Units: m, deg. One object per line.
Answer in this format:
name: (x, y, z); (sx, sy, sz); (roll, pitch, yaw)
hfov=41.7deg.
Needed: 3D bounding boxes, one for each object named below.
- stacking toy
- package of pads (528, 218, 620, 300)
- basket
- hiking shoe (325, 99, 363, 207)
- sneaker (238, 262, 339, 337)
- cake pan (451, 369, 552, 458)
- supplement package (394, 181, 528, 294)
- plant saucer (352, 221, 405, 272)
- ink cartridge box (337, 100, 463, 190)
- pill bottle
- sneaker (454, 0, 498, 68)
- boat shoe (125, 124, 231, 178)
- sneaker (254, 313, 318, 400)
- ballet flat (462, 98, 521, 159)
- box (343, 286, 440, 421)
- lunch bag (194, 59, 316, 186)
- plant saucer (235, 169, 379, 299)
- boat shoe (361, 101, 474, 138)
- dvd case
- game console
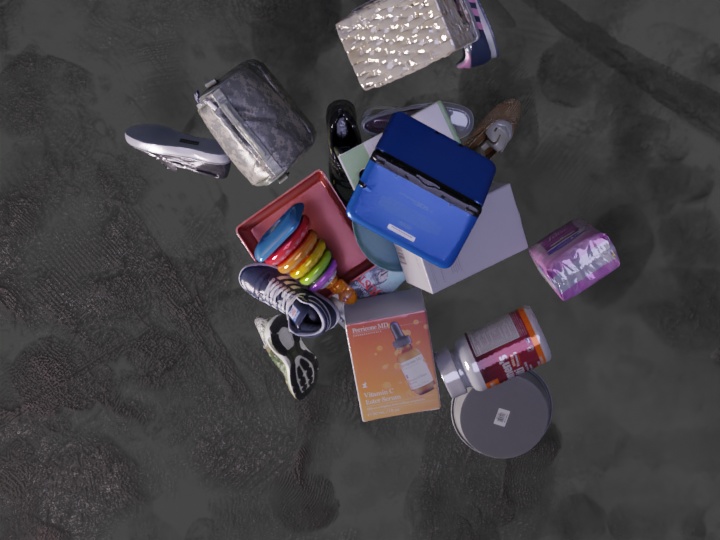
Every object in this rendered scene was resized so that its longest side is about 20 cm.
stacking toy: (-0.081, -0.009, 1.660); (0.200, 0.116, 0.110); (43, 109, -15)
package of pads: (0.367, -0.024, 1.635); (0.119, 0.200, 0.076); (-31, 99, 7)
basket: (0.074, -0.391, 1.542); (0.197, 0.123, 0.137); (-18, 106, 30)
hiking shoe: (-0.027, -0.190, 1.649); (0.074, 0.101, 0.204); (-11, 106, 6)
sneaker: (-0.134, 0.052, 1.665); (0.197, 0.109, 0.071); (27, 104, 3)
cake pan: (0.272, 0.273, 1.813); (0.196, 0.037, 0.204); (1, 107, 2)
supplement package: (0.168, -0.063, 1.639); (0.197, 0.120, 0.123); (-24, 106, -15)
plant saucer: (0.070, -0.099, 1.676); (0.196, 0.027, 0.205); (-4, 98, -25)
ink cartridge box: (0.080, -0.176, 1.602); (0.197, 0.048, 0.147); (-27, 95, 6)
pill bottle: (0.240, 0.153, 1.734); (0.197, 0.110, 0.111); (-25, 105, 5)
sneaker: (0.161, -0.435, 1.585); (0.081, 0.070, 0.203); (-24, 103, 7)
boat shoe: (-0.322, -0.205, 1.676); (0.196, 0.070, 0.067); (11, 126, 1)
sneaker: (-0.142, 0.155, 1.784); (0.077, 0.088, 0.203); (-38, 126, -27)
ballet flat: (0.215, -0.210, 1.645); (0.070, 0.066, 0.200); (35, 103, -34)
box: (0.057, 0.153, 1.735); (0.149, 0.107, 0.204); (-10, 112, 2)
lunch bag: (-0.181, -0.248, 1.602); (0.139, 0.168, 0.201); (-36, 102, 12)
plant saucer: (-0.094, -0.048, 1.713); (0.198, 0.037, 0.202); (-33, 95, 14)
boat shoe: (0.099, -0.254, 1.644); (0.197, 0.065, 0.076); (3, 107, 1)
dvd case: (0.000, 0.000, 1.747); (0.200, 0.022, 0.146); (-43, 101, 15)
game console: (0.100, -0.132, 1.547); (0.197, 0.119, 0.173); (28, 110, -1)
